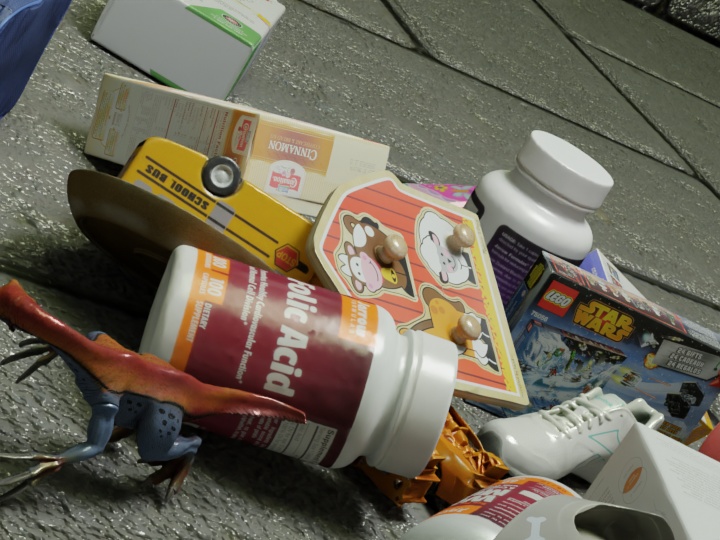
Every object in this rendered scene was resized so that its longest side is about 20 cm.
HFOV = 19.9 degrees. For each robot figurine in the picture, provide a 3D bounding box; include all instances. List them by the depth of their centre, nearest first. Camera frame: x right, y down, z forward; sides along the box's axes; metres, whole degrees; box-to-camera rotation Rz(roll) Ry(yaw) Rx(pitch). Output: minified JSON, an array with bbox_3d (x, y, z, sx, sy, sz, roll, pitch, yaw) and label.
[{"bbox_3d":[0.017,0.100,1.506,0.145,0.058,0.200,14,26,-45],"label":"robot figurine"}]

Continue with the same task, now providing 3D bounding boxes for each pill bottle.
[{"bbox_3d":[0.076,0.198,1.273,0.109,0.110,0.200,38,19,17],"label":"pill bottle"},{"bbox_3d":[-0.044,0.065,1.362,0.199,0.115,0.114,17,21,-9],"label":"pill bottle"},{"bbox_3d":[0.128,-0.014,1.745,0.111,0.200,0.112,28,19,-11],"label":"pill bottle"}]

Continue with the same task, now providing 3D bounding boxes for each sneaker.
[{"bbox_3d":[0.168,0.128,1.643,0.200,0.080,0.070,7,32,-49],"label":"sneaker"}]

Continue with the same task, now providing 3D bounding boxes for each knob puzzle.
[{"bbox_3d":[0.042,0.004,1.527,0.219,0.030,0.220,30,41,-30],"label":"knob puzzle"}]

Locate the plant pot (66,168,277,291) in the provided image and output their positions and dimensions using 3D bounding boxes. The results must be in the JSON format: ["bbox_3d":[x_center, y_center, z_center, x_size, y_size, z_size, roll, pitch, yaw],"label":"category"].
[{"bbox_3d":[-0.129,-0.006,1.467,0.199,0.028,0.200,29,-14,8],"label":"plant pot"}]

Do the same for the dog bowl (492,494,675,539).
[{"bbox_3d":[0.102,0.217,1.150,0.058,0.201,0.200,23,12,30],"label":"dog bowl"}]

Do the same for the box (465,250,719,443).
[{"bbox_3d":[0.200,0.083,1.714,0.199,0.137,0.040,25,22,-22],"label":"box"}]

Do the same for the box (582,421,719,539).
[{"bbox_3d":[0.218,0.218,1.421,0.097,0.125,0.200,26,20,-17],"label":"box"}]

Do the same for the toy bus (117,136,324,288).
[{"bbox_3d":[-0.089,-0.028,1.537,0.200,0.079,0.065,33,-6,-10],"label":"toy bus"}]

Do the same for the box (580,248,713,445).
[{"bbox_3d":[0.245,0.066,1.832,0.200,0.041,0.119,42,26,-49],"label":"box"}]

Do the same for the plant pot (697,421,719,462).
[{"bbox_3d":[0.364,0.199,1.624,0.200,0.201,0.177,16,15,-39],"label":"plant pot"}]

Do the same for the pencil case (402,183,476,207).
[{"bbox_3d":[0.091,-0.041,1.835,0.199,0.088,0.088,-3,30,-16],"label":"pencil case"}]

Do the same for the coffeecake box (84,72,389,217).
[{"bbox_3d":[-0.103,-0.099,1.691,0.199,0.073,0.153,18,5,43],"label":"coffeecake box"}]

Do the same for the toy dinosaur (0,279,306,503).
[{"bbox_3d":[-0.145,0.055,1.215,0.105,0.199,0.182,56,-16,31],"label":"toy dinosaur"}]

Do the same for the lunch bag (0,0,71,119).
[{"bbox_3d":[-0.322,-0.192,1.586,0.132,0.136,0.200,32,18,0],"label":"lunch bag"}]

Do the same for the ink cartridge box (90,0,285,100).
[{"bbox_3d":[-0.168,-0.248,2.051,0.144,0.084,0.200,31,19,-3],"label":"ink cartridge box"}]
